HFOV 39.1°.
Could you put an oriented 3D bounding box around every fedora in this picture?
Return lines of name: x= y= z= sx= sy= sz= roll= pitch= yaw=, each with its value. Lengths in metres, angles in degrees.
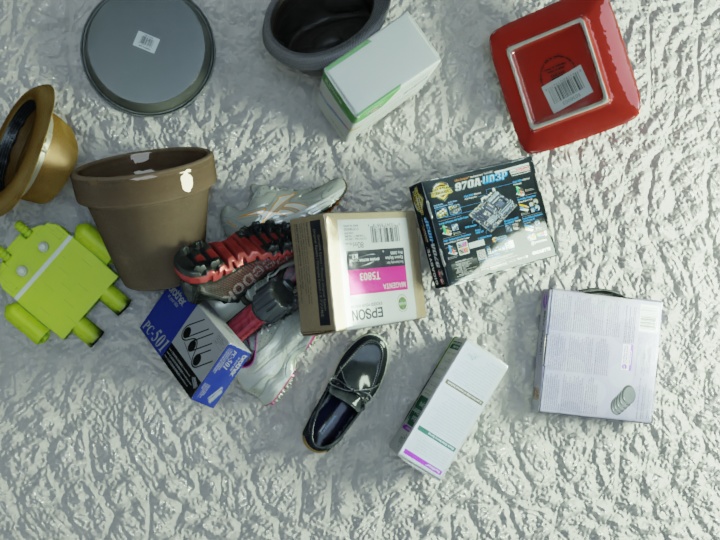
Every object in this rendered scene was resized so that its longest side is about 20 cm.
fedora: x=-0.042 y=-0.358 z=1.486 sx=0.200 sy=0.090 sz=0.177 roll=-37 pitch=64 yaw=-3
fedora: x=-0.454 y=-0.160 z=1.425 sx=0.082 sy=0.200 sz=0.201 roll=24 pitch=85 yaw=-38

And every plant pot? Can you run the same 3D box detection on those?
plant pot: x=-0.294 y=-0.069 z=1.428 sx=0.199 sy=0.200 sz=0.176 roll=-8 pitch=107 yaw=-7

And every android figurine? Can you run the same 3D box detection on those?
android figurine: x=-0.436 y=0.013 z=1.469 sx=0.200 sy=0.041 sz=0.182 roll=43 pitch=84 yaw=-6

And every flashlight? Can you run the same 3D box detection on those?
flashlight: x=-0.174 y=0.087 z=1.436 sx=0.200 sy=0.068 sz=0.068 roll=-38 pitch=60 yaw=30

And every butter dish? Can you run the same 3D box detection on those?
butter dish: x=0.323 y=-0.296 z=1.524 sx=0.199 sy=0.148 sz=0.200 roll=-17 pitch=90 yaw=35

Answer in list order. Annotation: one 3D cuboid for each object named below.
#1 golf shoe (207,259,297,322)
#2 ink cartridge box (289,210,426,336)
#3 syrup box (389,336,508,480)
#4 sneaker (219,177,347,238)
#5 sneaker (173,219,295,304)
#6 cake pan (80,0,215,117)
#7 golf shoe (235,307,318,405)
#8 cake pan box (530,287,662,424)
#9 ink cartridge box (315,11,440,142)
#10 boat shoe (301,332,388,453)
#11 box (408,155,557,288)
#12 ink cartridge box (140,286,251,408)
golf shoe: x=-0.143 y=0.019 z=1.481 sx=0.199 sy=0.088 sz=0.078 roll=-24 pitch=93 yaw=-6
ink cartridge box: x=0.000 y=0.000 z=1.452 sx=0.199 sy=0.075 sz=0.166 roll=-6 pitch=89 yaw=-47
syrup box: x=0.130 y=0.204 z=1.512 sx=0.081 sy=0.079 sz=0.200 roll=33 pitch=85 yaw=-5
sneaker: x=-0.116 y=-0.100 z=1.496 sx=0.199 sy=0.076 sz=0.092 roll=-28 pitch=88 yaw=-8
sneaker: x=-0.168 y=-0.007 z=1.420 sx=0.200 sy=0.098 sz=0.071 roll=-20 pitch=49 yaw=-29
cake pan: x=-0.314 y=-0.328 z=1.494 sx=0.199 sy=0.037 sz=0.201 roll=0 pitch=88 yaw=-7
golf shoe: x=-0.112 y=0.097 z=1.490 sx=0.091 sy=0.075 sz=0.200 roll=32 pitch=84 yaw=-2
cake pan box: x=0.363 y=0.127 z=1.558 sx=0.183 sy=0.052 sz=0.201 roll=5 pitch=88 yaw=-9
ink cartridge box: x=0.020 y=-0.270 z=1.452 sx=0.145 sy=0.200 sz=0.088 roll=-36 pitch=89 yaw=-6
boat shoe: x=-0.019 y=0.183 z=1.504 sx=0.074 sy=0.062 sz=0.200 roll=33 pitch=83 yaw=-3
box: x=0.186 y=-0.073 z=1.517 sx=0.199 sy=0.046 sz=0.160 roll=-16 pitch=90 yaw=-23
ink cartridge box: x=-0.233 y=0.097 z=1.411 sx=0.044 sy=0.200 sz=0.094 roll=31 pitch=97 yaw=-41
